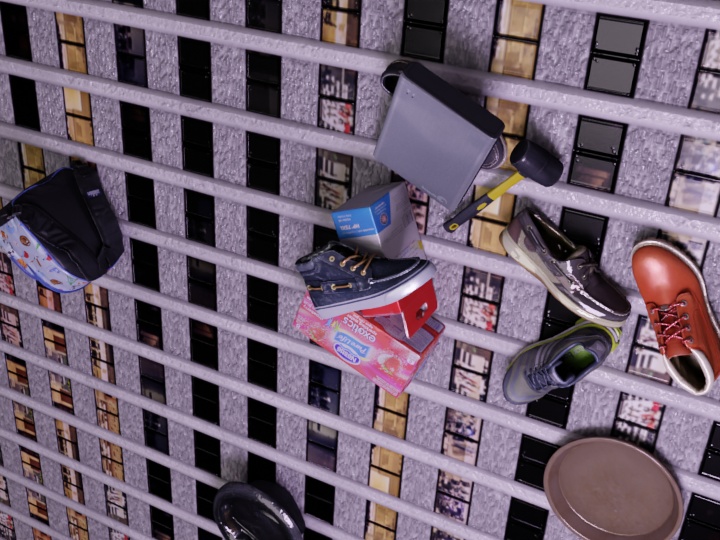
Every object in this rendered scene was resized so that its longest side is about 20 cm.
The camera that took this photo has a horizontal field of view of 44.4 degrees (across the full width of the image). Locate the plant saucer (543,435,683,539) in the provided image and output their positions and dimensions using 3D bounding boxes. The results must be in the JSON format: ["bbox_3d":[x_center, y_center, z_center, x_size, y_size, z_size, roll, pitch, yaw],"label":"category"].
[{"bbox_3d":[0.367,0.322,1.283,0.200,0.029,0.200,12,118,24],"label":"plant saucer"}]

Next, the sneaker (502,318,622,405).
[{"bbox_3d":[0.265,0.132,1.215,0.074,0.081,0.200,48,127,2],"label":"sneaker"}]

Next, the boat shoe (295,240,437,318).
[{"bbox_3d":[0.000,0.000,1.164,0.200,0.071,0.091,-19,107,36],"label":"boat shoe"}]

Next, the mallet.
[{"bbox_3d":[0.188,-0.099,1.178,0.066,0.041,0.200,24,141,-17],"label":"mallet"}]

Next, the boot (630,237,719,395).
[{"bbox_3d":[0.391,0.057,1.091,0.075,0.107,0.200,-27,96,38],"label":"boot"}]

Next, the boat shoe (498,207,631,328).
[{"bbox_3d":[0.273,-0.004,1.150,0.200,0.073,0.065,37,131,10],"label":"boat shoe"}]

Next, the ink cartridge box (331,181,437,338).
[{"bbox_3d":[0.039,-0.013,1.254,0.067,0.116,0.200,-6,109,31],"label":"ink cartridge box"}]

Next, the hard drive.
[{"bbox_3d":[0.095,-0.167,1.136,0.140,0.033,0.200,36,158,6],"label":"hard drive"}]

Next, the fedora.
[{"bbox_3d":[-0.170,0.453,1.620,0.200,0.092,0.201,13,119,24],"label":"fedora"}]

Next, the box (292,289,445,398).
[{"bbox_3d":[0.012,0.084,1.328,0.200,0.100,0.096,33,125,11],"label":"box"}]

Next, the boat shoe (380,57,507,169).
[{"bbox_3d":[0.105,-0.199,1.157,0.200,0.063,0.073,43,124,4],"label":"boat shoe"}]

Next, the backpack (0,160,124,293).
[{"bbox_3d":[-0.514,-0.058,1.517,0.154,0.200,0.191,-31,102,42],"label":"backpack"}]
